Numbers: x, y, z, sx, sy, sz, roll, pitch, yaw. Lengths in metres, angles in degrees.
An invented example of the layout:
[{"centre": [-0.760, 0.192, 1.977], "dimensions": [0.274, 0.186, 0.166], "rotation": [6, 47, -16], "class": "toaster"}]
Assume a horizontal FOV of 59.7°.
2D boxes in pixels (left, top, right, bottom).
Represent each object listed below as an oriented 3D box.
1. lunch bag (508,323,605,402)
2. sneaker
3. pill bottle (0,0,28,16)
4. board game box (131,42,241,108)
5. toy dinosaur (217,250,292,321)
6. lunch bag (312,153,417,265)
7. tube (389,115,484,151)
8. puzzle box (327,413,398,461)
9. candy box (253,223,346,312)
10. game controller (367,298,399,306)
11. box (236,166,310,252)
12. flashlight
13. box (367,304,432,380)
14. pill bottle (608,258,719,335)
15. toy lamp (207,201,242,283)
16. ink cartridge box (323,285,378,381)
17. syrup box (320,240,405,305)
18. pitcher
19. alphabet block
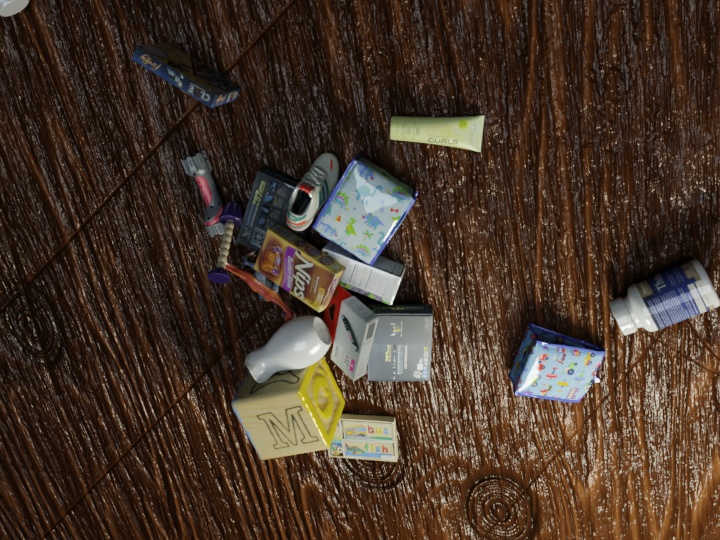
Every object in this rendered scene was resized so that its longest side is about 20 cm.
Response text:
[{"centre": [0.475, 0.233, 1.487], "dimensions": [0.199, 0.094, 0.151], "rotation": [15, 113, -3], "class": "lunch bag"}, {"centre": [-0.104, -0.185, 1.401], "dimensions": [0.070, 0.093, 0.200], "rotation": [29, 79, 4], "class": "sneaker"}, {"centre": [-0.843, -0.683, 1.412], "dimensions": [0.104, 0.104, 0.200], "rotation": [-28, 104, 22], "class": "pill bottle"}, {"centre": [-0.380, -0.433, 1.385], "dimensions": [0.200, 0.136, 0.035], "rotation": [32, 116, 0], "class": "board game box"}, {"centre": [-0.244, 0.052, 1.553], "dimensions": [0.182, 0.200, 0.105], "rotation": [57, 134, 21], "class": "toy dinosaur"}, {"centre": [0.009, -0.134, 1.420], "dimensions": [0.170, 0.127, 0.200], "rotation": [32, 106, -1], "class": "lunch bag"}, {"centre": [0.164, -0.303, 1.356], "dimensions": [0.199, 0.052, 0.058], "rotation": [6, 154, 6], "class": "tube"}, {"centre": [0.002, 0.458, 1.724], "dimensions": [0.199, 0.025, 0.134], "rotation": [-1, 111, 14], "class": "puzzle box"}, {"centre": [-0.144, -0.007, 1.472], "dimensions": [0.200, 0.056, 0.117], "rotation": [32, 119, 12], "class": "candy box"}, {"centre": [0.039, 0.156, 1.588], "dimensions": [0.104, 0.042, 0.200], "rotation": [24, 117, -13], "class": "game controller"}, {"centre": [-0.198, -0.128, 1.514], "dimensions": [0.157, 0.051, 0.201], "rotation": [23, 116, 3], "class": "box"}, {"centre": [-0.377, -0.184, 1.527], "dimensions": [0.068, 0.068, 0.201], "rotation": [-13, 110, 22], "class": "flashlight"}, {"centre": [0.095, 0.178, 1.537], "dimensions": [0.157, 0.051, 0.201], "rotation": [1, 118, 2], "class": "box"}, {"centre": [0.650, 0.064, 1.353], "dimensions": [0.200, 0.111, 0.111], "rotation": [-27, 104, 22], "class": "pill bottle"}, {"centre": [-0.315, -0.070, 1.479], "dimensions": [0.058, 0.201, 0.058], "rotation": [2, 153, 1], "class": "toy lamp"}, {"centre": [-0.043, 0.142, 1.524], "dimensions": [0.173, 0.043, 0.201], "rotation": [39, 135, 30], "class": "ink cartridge box"}, {"centre": [0.000, 0.000, 1.503], "dimensions": [0.199, 0.079, 0.082], "rotation": [20, 116, 5], "class": "syrup box"}, {"centre": [-0.171, 0.185, 1.576], "dimensions": [0.200, 0.172, 0.121], "rotation": [-29, 102, 18], "class": "pitcher"}, {"centre": [-0.181, 0.343, 1.624], "dimensions": [0.199, 0.196, 0.197], "rotation": [-15, 114, 20], "class": "alphabet block"}]
